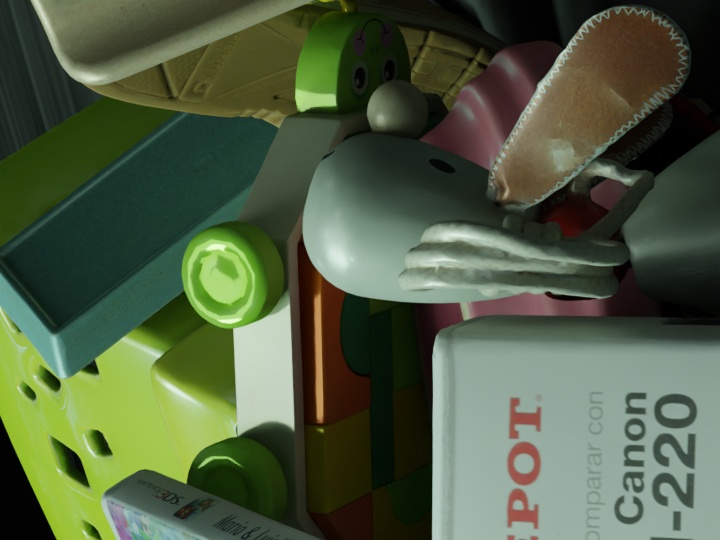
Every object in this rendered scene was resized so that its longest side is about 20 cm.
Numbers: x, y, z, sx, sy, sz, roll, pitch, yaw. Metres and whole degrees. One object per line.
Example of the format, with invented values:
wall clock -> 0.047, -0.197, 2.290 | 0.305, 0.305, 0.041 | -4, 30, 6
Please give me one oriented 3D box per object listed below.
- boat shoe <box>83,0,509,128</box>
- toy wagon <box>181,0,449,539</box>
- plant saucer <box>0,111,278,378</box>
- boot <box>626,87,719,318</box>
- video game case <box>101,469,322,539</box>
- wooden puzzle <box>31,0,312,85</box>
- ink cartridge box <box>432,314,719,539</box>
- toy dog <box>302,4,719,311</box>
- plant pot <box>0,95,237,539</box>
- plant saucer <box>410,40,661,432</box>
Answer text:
boat shoe -> -0.018, -0.086, 1.002 | 0.074, 0.200, 0.069 | -48, 44, 32
toy wagon -> 0.000, 0.000, 0.937 | 0.040, 0.155, 0.200 | 6, 103, 30
plant saucer -> -0.050, -0.042, 1.077 | 0.070, 0.200, 0.019 | 45, 170, 43
boot -> 0.116, 0.038, 0.943 | 0.151, 0.073, 0.200 | 87, 158, -58
video game case -> 0.004, 0.161, 0.850 | 0.182, 0.024, 0.200 | 13, 130, 62
wooden puzzle -> -0.045, -0.180, 0.886 | 0.037, 0.185, 0.200 | -85, -27, -74
ink cartridge box -> 0.120, 0.085, 0.693 | 0.085, 0.200, 0.146 | 0, -90, -66
toy dog -> 0.092, -0.037, 0.727 | 0.132, 0.200, 0.096 | 170, 103, -77
plant pot -> -0.025, 0.035, 1.158 | 0.181, 0.200, 0.199 | 33, 148, 48
plant saucer -> 0.051, 0.033, 0.862 | 0.201, 0.051, 0.201 | 171, 90, -84
